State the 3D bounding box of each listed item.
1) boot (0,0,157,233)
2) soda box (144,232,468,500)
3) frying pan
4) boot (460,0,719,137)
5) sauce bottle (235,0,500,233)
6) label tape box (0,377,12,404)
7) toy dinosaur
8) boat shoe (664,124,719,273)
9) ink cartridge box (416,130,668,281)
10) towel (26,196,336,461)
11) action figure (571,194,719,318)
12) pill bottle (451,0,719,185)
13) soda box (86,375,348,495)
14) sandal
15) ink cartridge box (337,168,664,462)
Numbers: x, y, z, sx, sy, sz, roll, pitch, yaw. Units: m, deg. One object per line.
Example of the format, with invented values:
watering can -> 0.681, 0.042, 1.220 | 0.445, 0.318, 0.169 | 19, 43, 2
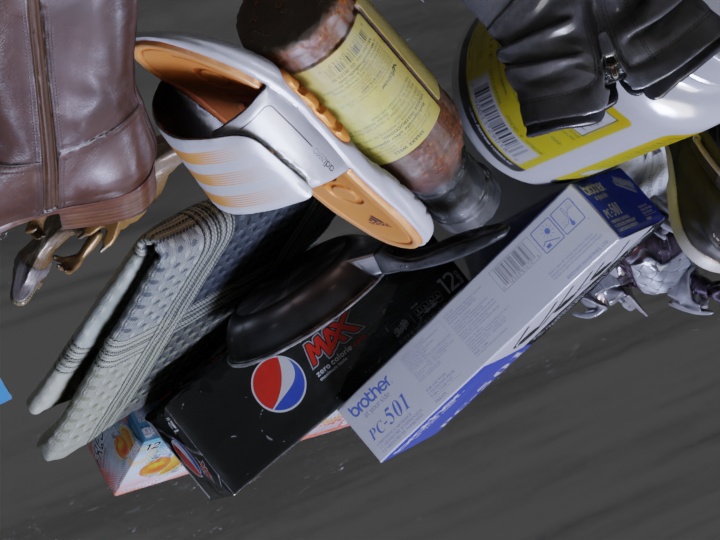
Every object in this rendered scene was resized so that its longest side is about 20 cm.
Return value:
boot -> -0.181, -0.085, 0.900 | 0.186, 0.064, 0.200 | -17, 146, -13
soda box -> -0.030, 0.050, 1.231 | 0.200, 0.071, 0.063 | -39, -176, -19
frying pan -> -0.012, 0.010, 1.120 | 0.115, 0.031, 0.190 | -41, -166, -28
boot -> 0.136, -0.155, 0.931 | 0.200, 0.132, 0.070 | -33, 179, 10
sauce bottle -> 0.011, -0.082, 1.054 | 0.066, 0.066, 0.200 | -35, 137, 8
label tape box -> -0.292, 0.059, 1.027 | 0.200, 0.063, 0.144 | -27, 155, -10
toy dinosaur -> -0.113, -0.054, 1.054 | 0.200, 0.060, 0.106 | -31, -178, 8
boat shoe -> 0.195, -0.092, 1.145 | 0.067, 0.200, 0.057 | 15, 139, -32
ink cartridge box -> 0.139, -0.063, 1.271 | 0.200, 0.084, 0.145 | -28, 154, -9
towel -> -0.095, 0.011, 1.169 | 0.193, 0.035, 0.200 | -31, 161, -47
action figure -> 0.214, -0.026, 1.248 | 0.200, 0.069, 0.130 | -32, 160, 4
pill bottle -> 0.139, -0.116, 1.057 | 0.111, 0.111, 0.200 | -18, 179, -28
soda box -> -0.078, 0.079, 1.311 | 0.200, 0.064, 0.068 | -14, 152, -35
sandal -> -0.039, -0.048, 1.018 | 0.207, 0.079, 0.059 | 38, 70, -37
ink cartridge box -> 0.082, 0.025, 1.188 | 0.200, 0.044, 0.094 | -45, 169, 23
